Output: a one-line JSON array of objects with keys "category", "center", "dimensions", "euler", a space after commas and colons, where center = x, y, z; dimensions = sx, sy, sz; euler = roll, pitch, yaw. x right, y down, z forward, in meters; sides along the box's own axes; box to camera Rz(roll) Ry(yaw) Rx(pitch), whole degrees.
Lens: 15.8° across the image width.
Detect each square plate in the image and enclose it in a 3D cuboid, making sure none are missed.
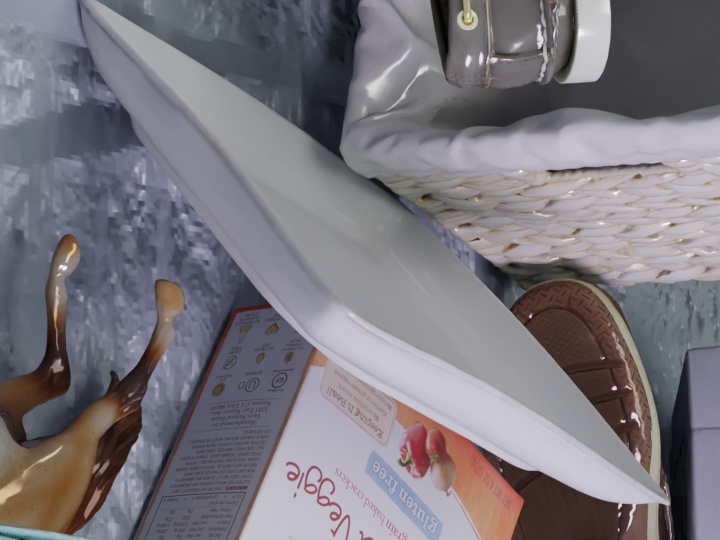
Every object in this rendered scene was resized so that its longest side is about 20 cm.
[{"category": "square plate", "center": [0.000, 0.000, 0.912], "dimensions": [0.028, 0.200, 0.198], "euler": [-48, 137, 9]}]

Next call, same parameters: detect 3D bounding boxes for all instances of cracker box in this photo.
[{"category": "cracker box", "center": [-0.023, 0.129, 0.933], "dimensions": [0.134, 0.057, 0.201], "euler": [48, 51, -36]}]

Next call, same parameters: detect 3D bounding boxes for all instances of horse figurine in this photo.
[{"category": "horse figurine", "center": [-0.127, 0.036, 0.814], "dimensions": [0.200, 0.050, 0.133], "euler": [41, 67, -48]}]

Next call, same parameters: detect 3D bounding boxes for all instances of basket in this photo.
[{"category": "basket", "center": [0.120, -0.110, 1.031], "dimensions": [0.161, 0.197, 0.201], "euler": [37, 55, -55]}]

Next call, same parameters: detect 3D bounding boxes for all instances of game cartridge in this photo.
[{"category": "game cartridge", "center": [0.154, 0.142, 1.106], "dimensions": [0.133, 0.040, 0.201], "euler": [73, 17, -69]}]

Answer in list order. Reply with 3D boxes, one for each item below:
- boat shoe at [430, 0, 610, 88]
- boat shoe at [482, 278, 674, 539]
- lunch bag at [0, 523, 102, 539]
[{"category": "boat shoe", "center": [0.035, -0.153, 0.950], "dimensions": [0.060, 0.072, 0.203], "euler": [-10, 61, -12]}, {"category": "boat shoe", "center": [0.097, 0.100, 1.090], "dimensions": [0.075, 0.074, 0.204], "euler": [-31, 116, -70]}, {"category": "lunch bag", "center": [-0.128, 0.134, 0.705], "dimensions": [0.200, 0.170, 0.122], "euler": [58, 46, -33]}]
